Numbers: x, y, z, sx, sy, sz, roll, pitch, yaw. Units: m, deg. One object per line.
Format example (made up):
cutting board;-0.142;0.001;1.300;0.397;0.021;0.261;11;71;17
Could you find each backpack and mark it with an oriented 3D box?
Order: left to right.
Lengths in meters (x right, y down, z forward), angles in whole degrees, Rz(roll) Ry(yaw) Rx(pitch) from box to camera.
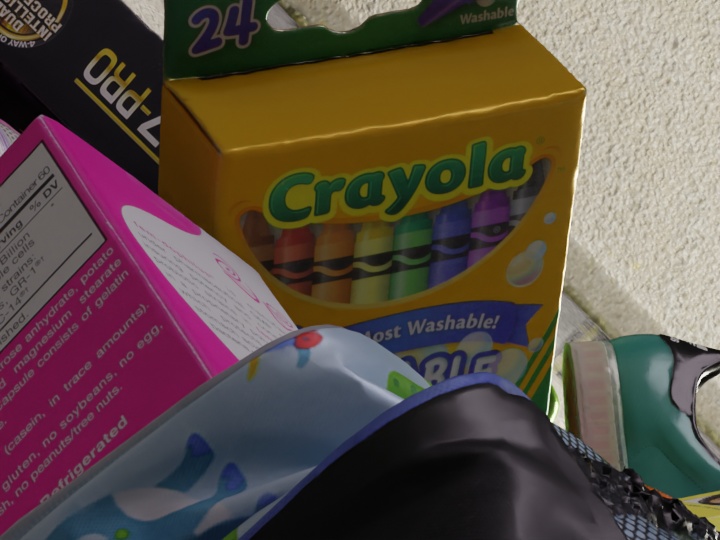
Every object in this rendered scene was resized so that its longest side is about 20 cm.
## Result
backpack;0.008;0.116;0.484;0.147;0.183;0.200;52;5;41

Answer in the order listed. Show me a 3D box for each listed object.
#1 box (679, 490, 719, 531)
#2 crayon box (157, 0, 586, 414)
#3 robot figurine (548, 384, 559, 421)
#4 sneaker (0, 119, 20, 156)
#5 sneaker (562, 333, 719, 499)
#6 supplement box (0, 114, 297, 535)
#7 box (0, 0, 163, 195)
box;0.140;0.131;1.187;0.200;0.076;0.050;-5;5;-39
crayon box;0.000;0.000;0.921;0.052;0.125;0.201;-130;-144;-50
robot figurine;0.003;0.013;1.267;0.175;0.116;0.200;-11;-55;49
sneaker;-0.145;-0.025;0.890;0.200;0.081;0.088;39;9;11
sneaker;0.137;0.124;1.253;0.071;0.080;0.201;96;-11;-77
supplement box;-0.052;0.064;0.771;0.101;0.103;0.200;37;11;-41
box;-0.110;-0.068;1.007;0.161;0.049;0.200;44;-10;-27
